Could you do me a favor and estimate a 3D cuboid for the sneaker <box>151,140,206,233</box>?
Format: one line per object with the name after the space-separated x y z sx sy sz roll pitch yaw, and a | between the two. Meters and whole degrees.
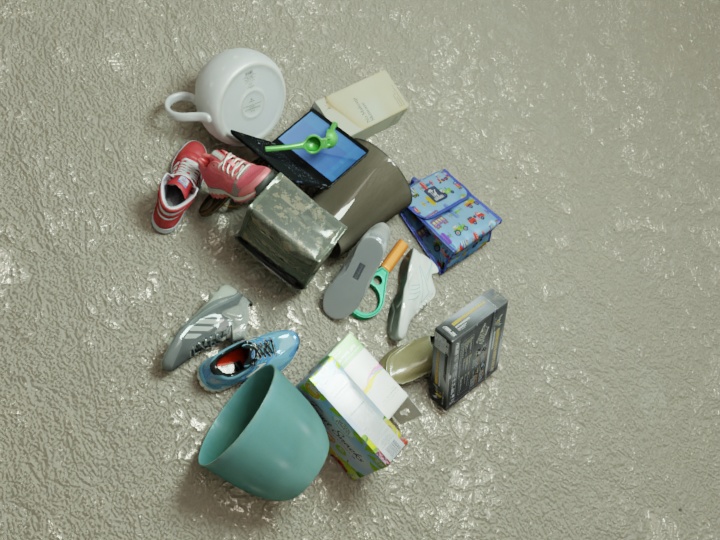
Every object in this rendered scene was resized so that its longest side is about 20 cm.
-0.327 -0.174 1.513 0.070 0.112 0.203 22 63 -13 | sneaker

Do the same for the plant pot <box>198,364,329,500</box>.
-0.149 0.288 1.370 0.160 0.200 0.202 40 60 -16 | plant pot

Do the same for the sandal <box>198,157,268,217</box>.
-0.230 -0.160 1.581 0.200 0.081 0.055 -47 113 -36 | sandal

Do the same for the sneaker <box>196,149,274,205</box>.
-0.232 -0.172 1.443 0.074 0.198 0.087 -49 123 -26 | sneaker

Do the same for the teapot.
-0.255 -0.349 1.592 0.145 0.199 0.200 33 96 34 | teapot

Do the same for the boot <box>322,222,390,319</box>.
0.000 0.000 1.569 0.073 0.201 0.096 35 27 1 | boot

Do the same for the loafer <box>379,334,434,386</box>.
0.120 0.164 1.593 0.198 0.067 0.077 -26 80 -29 | loafer

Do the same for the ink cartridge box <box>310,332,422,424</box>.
0.010 0.222 1.497 0.200 0.117 0.067 47 61 1 | ink cartridge box

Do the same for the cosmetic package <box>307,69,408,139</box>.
-0.006 -0.336 1.732 0.199 0.073 0.104 -32 84 -30 | cosmetic package

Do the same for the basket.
-0.019 -0.131 1.617 0.180 0.136 0.200 46 64 -8 | basket

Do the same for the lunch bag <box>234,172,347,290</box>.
-0.137 -0.054 1.497 0.163 0.200 0.118 39 61 1 | lunch bag

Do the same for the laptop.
-0.114 -0.246 1.560 0.177 0.104 0.199 39 17 27 | laptop

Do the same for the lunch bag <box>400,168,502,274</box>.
0.173 -0.121 1.727 0.149 0.094 0.201 -32 72 -28 | lunch bag

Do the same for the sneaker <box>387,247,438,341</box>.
0.110 0.054 1.631 0.079 0.070 0.203 25 62 -15 | sneaker

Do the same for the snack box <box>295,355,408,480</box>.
-0.031 0.264 1.435 0.200 0.169 0.068 47 59 0 | snack box

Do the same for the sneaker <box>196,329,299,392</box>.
-0.190 0.158 1.454 0.198 0.090 0.079 -23 80 -29 | sneaker

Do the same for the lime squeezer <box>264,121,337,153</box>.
-0.088 -0.250 1.537 0.070 0.038 0.199 36 42 23 | lime squeezer

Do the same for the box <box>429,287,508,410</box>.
0.207 0.152 1.563 0.157 0.202 0.048 -33 51 -29 | box

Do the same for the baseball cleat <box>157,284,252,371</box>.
-0.265 0.112 1.446 0.105 0.070 0.201 31 61 9 | baseball cleat

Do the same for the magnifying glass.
0.038 0.015 1.644 0.079 0.022 0.201 39 60 -4 | magnifying glass
